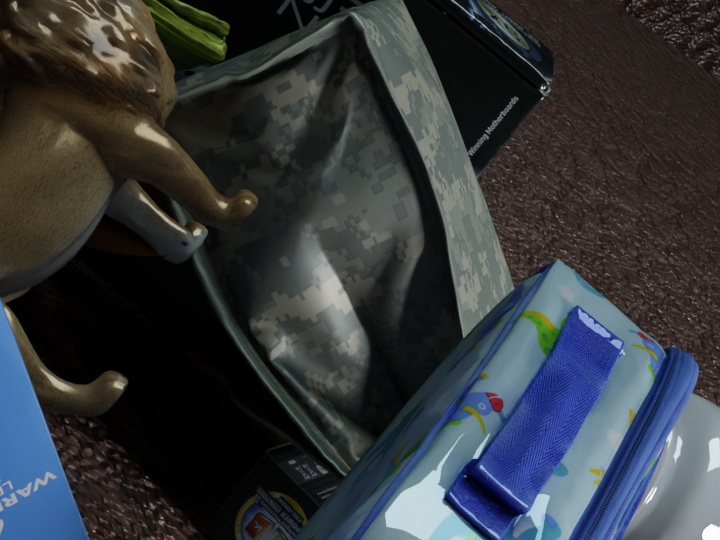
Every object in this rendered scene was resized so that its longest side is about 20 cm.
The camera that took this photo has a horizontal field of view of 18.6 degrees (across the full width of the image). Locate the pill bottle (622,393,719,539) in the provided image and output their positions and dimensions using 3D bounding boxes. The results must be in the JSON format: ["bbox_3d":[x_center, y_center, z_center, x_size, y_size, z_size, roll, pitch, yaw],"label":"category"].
[{"bbox_3d":[0.173,0.132,1.113,0.200,0.113,0.113,33,17,-22],"label":"pill bottle"}]

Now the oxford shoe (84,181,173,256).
[{"bbox_3d":[-0.156,-0.047,0.936,0.199,0.071,0.071,23,25,-18],"label":"oxford shoe"}]

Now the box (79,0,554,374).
[{"bbox_3d":[-0.034,-0.068,1.017,0.164,0.200,0.086,39,15,-5],"label":"box"}]

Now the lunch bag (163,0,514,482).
[{"bbox_3d":[0.000,0.000,0.897,0.164,0.117,0.201,-56,123,-78],"label":"lunch bag"}]

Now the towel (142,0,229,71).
[{"bbox_3d":[-0.150,-0.103,0.951,0.199,0.018,0.086,-4,-26,46],"label":"towel"}]

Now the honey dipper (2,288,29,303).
[{"bbox_3d":[-0.172,0.013,0.788,0.038,0.038,0.200,42,19,5],"label":"honey dipper"}]

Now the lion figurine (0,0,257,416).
[{"bbox_3d":[-0.118,-0.018,0.757,0.122,0.072,0.200,41,59,-16],"label":"lion figurine"}]

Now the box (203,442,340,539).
[{"bbox_3d":[0.039,0.133,0.926,0.160,0.044,0.200,44,16,12],"label":"box"}]

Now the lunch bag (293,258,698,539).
[{"bbox_3d":[0.026,0.094,0.711,0.082,0.161,0.200,38,36,1],"label":"lunch bag"}]

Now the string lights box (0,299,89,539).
[{"bbox_3d":[-0.133,0.018,0.611,0.103,0.059,0.200,51,-18,36],"label":"string lights box"}]
